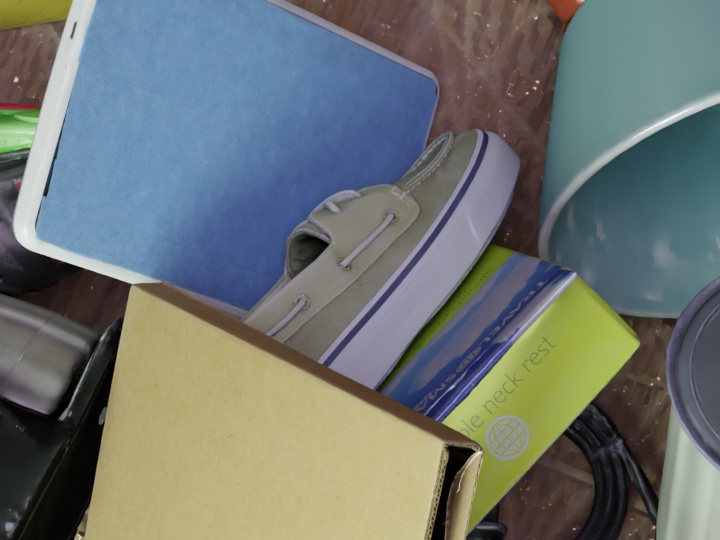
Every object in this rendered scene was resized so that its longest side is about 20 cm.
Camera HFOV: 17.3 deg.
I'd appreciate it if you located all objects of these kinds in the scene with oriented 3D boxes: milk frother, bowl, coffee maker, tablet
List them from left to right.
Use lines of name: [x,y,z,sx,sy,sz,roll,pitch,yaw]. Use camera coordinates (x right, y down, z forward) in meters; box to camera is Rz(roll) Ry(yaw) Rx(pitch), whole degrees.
coffee maker: [-0.213,0.065,0.924,0.199,0.192,0.135,22,129,6]
tablet: [-0.048,-0.048,0.961,0.014,0.200,0.131,10,83,44]
milk frother: [0.123,0.077,0.922,0.199,0.188,0.181,-5,50,-3]
bowl: [0.158,-0.072,0.953,0.200,0.201,0.105,-13,64,1]

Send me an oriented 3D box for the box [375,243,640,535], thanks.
box: [0.036,0.049,0.922,0.048,0.200,0.122,43,87,-9]

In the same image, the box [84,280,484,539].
box: [-0.039,0.107,0.844,0.021,0.200,0.164,4,102,-37]

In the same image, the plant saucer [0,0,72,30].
plant saucer: [-0.087,-0.221,1.036,0.199,0.048,0.201,-9,83,1]

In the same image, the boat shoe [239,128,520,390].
boat shoe: [0.000,0.000,0.958,0.062,0.072,0.200,43,51,-8]

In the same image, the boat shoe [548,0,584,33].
boat shoe: [0.168,-0.159,1.010,0.199,0.071,0.063,-23,80,4]

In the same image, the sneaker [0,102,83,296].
sneaker: [-0.134,-0.028,1.013,0.199,0.077,0.084,4,102,5]
